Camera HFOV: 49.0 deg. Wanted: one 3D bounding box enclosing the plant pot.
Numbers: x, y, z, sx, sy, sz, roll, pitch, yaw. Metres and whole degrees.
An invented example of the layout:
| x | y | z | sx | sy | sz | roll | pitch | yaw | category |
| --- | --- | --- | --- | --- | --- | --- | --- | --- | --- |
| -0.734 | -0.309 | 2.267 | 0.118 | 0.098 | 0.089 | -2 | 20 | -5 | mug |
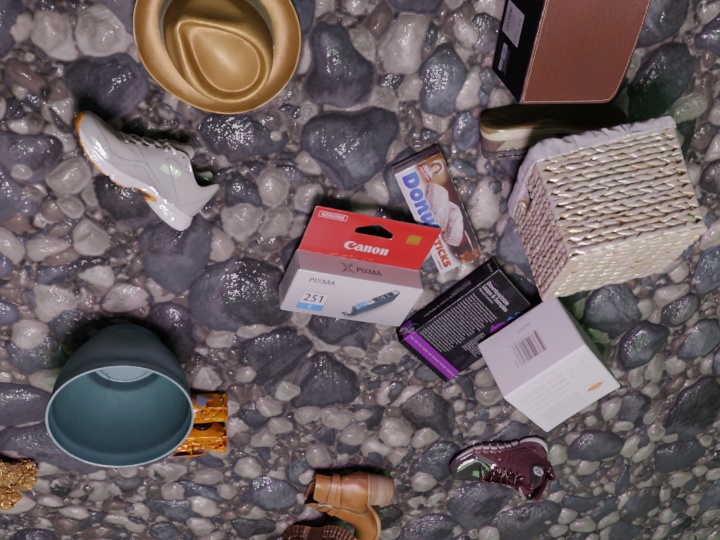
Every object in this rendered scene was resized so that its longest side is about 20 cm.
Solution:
| x | y | z | sx | sy | sz | roll | pitch | yaw | category |
| --- | --- | --- | --- | --- | --- | --- | --- | --- | --- |
| -0.341 | 0.164 | 1.136 | 0.196 | 0.135 | 0.203 | -7 | 129 | -9 | plant pot |

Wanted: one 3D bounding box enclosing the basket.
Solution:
| x | y | z | sx | sy | sz | roll | pitch | yaw | category |
| --- | --- | --- | --- | --- | --- | --- | --- | --- | --- |
| 0.318 | -0.077 | 1.055 | 0.196 | 0.164 | 0.199 | -12 | 162 | -3 | basket |

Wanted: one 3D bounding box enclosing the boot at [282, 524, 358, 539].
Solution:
| x | y | z | sx | sy | sz | roll | pitch | yaw | category |
| --- | --- | --- | --- | --- | --- | --- | --- | --- | --- |
| -0.047 | 0.529 | 1.501 | 0.198 | 0.076 | 0.107 | -6 | 150 | 45 | boot |

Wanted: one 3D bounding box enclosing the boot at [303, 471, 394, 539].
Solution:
| x | y | z | sx | sy | sz | roll | pitch | yaw | category |
| --- | --- | --- | --- | --- | --- | --- | --- | --- | --- |
| -0.032 | 0.451 | 1.483 | 0.152 | 0.078 | 0.202 | 6 | 133 | -13 | boot |

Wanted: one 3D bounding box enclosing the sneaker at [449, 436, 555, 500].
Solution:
| x | y | z | sx | sy | sz | roll | pitch | yaw | category |
| --- | --- | --- | --- | --- | --- | --- | --- | --- | --- |
| 0.272 | 0.383 | 1.478 | 0.196 | 0.116 | 0.077 | -12 | 130 | -5 | sneaker |

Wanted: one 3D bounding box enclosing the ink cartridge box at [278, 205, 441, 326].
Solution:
| x | y | z | sx | sy | sz | roll | pitch | yaw | category |
| --- | --- | --- | --- | --- | --- | --- | --- | --- | --- |
| 0.000 | 0.000 | 1.135 | 0.196 | 0.045 | 0.177 | 9 | 136 | -21 | ink cartridge box |

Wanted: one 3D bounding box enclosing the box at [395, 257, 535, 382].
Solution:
| x | y | z | sx | sy | sz | roll | pitch | yaw | category |
| --- | --- | --- | --- | --- | --- | --- | --- | --- | --- |
| 0.174 | 0.084 | 1.272 | 0.199 | 0.036 | 0.143 | -36 | 128 | 16 | box |

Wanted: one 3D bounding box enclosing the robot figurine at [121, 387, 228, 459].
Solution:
| x | y | z | sx | sy | sz | roll | pitch | yaw | category |
| --- | --- | --- | --- | --- | --- | --- | --- | --- | --- |
| -0.310 | 0.249 | 1.260 | 0.196 | 0.059 | 0.147 | -2 | 126 | -13 | robot figurine |

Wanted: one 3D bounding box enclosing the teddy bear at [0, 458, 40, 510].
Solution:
| x | y | z | sx | sy | sz | roll | pitch | yaw | category |
| --- | --- | --- | --- | --- | --- | --- | --- | --- | --- |
| -0.605 | 0.319 | 1.234 | 0.143 | 0.067 | 0.201 | -29 | 130 | 6 | teddy bear |

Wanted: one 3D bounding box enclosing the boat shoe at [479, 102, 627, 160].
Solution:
| x | y | z | sx | sy | sz | roll | pitch | yaw | category |
| --- | --- | --- | --- | --- | --- | --- | --- | --- | --- |
| 0.255 | -0.184 | 1.062 | 0.196 | 0.073 | 0.067 | -5 | 135 | -4 | boat shoe |

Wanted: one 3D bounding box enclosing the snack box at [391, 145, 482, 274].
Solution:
| x | y | z | sx | sy | sz | roll | pitch | yaw | category |
| --- | --- | --- | --- | --- | --- | --- | --- | --- | --- |
| 0.112 | -0.082 | 1.130 | 0.071 | 0.025 | 0.201 | -24 | 130 | 7 | snack box |

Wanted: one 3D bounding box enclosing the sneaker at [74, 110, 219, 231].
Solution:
| x | y | z | sx | sy | sz | roll | pitch | yaw | category |
| --- | --- | --- | --- | --- | --- | --- | --- | --- | --- |
| -0.257 | -0.140 | 0.969 | 0.092 | 0.076 | 0.200 | -40 | 134 | 8 | sneaker |

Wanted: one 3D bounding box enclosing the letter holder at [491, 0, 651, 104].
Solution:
| x | y | z | sx | sy | sz | roll | pitch | yaw | category |
| --- | --- | --- | --- | --- | --- | --- | --- | --- | --- |
| 0.255 | -0.313 | 0.939 | 0.139 | 0.101 | 0.203 | -4 | 129 | -14 | letter holder |

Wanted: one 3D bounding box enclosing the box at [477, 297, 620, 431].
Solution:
| x | y | z | sx | sy | sz | roll | pitch | yaw | category |
| --- | --- | --- | --- | --- | --- | --- | --- | --- | --- |
| 0.310 | 0.156 | 1.291 | 0.151 | 0.107 | 0.200 | -35 | 141 | 13 | box |

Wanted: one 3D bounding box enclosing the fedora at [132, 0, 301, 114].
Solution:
| x | y | z | sx | sy | sz | roll | pitch | yaw | category |
| --- | --- | --- | --- | --- | --- | --- | --- | --- | --- |
| -0.158 | -0.252 | 0.888 | 0.196 | 0.082 | 0.203 | -7 | 128 | -9 | fedora |
